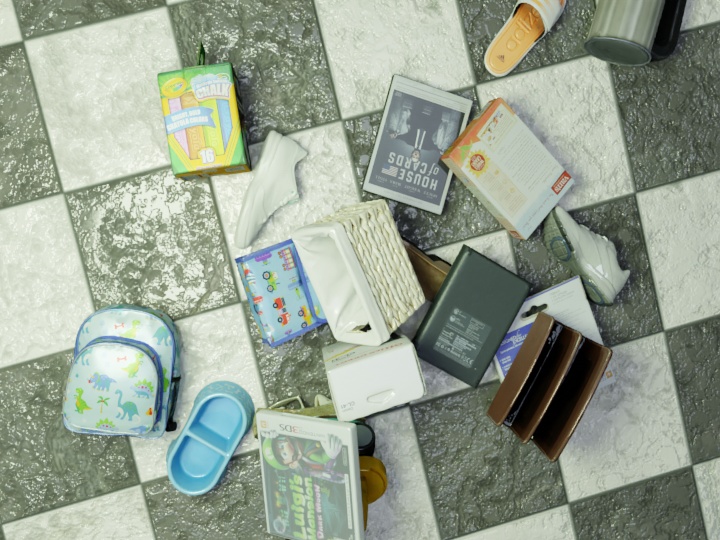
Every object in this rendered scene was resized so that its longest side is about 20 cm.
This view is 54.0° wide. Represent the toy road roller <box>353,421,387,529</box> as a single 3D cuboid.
[{"bbox_3d":[-0.053,0.346,1.153,0.194,0.148,0.126,-2,128,-7],"label":"toy road roller"}]

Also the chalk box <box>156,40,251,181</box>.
[{"bbox_3d":[-0.252,-0.258,1.140,0.120,0.125,0.206,-9,92,-4],"label":"chalk box"}]

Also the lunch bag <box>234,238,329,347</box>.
[{"bbox_3d":[-0.094,0.018,1.196,0.196,0.094,0.155,-21,97,-17],"label":"lunch bag"}]

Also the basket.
[{"bbox_3d":[0.000,0.000,1.134,0.122,0.134,0.204,-32,107,-31],"label":"basket"}]

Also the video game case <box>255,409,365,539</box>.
[{"bbox_3d":[-0.078,0.323,1.083,0.177,0.023,0.206,2,101,32],"label":"video game case"}]

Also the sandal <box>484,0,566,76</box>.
[{"bbox_3d":[0.292,-0.424,1.209,0.078,0.059,0.209,34,90,-6],"label":"sandal"}]

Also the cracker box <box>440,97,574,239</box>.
[{"bbox_3d":[0.252,-0.172,1.208,0.200,0.058,0.134,44,86,-12],"label":"cracker box"}]

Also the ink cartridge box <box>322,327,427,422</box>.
[{"bbox_3d":[0.017,0.159,1.145,0.144,0.200,0.088,-18,94,-4],"label":"ink cartridge box"}]

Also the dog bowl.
[{"bbox_3d":[-0.258,0.289,1.203,0.110,0.050,0.203,30,90,-5],"label":"dog bowl"}]

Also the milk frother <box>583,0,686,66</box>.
[{"bbox_3d":[0.493,-0.448,1.157,0.176,0.200,0.194,16,92,-9],"label":"milk frother"}]

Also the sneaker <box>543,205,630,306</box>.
[{"bbox_3d":[0.395,-0.035,1.241,0.087,0.074,0.201,-41,102,-14],"label":"sneaker"}]

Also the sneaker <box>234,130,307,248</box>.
[{"bbox_3d":[-0.148,-0.124,1.186,0.087,0.075,0.205,21,90,-17],"label":"sneaker"}]

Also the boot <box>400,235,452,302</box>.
[{"bbox_3d":[0.078,-0.013,1.211,0.197,0.074,0.077,31,100,-8],"label":"boot"}]

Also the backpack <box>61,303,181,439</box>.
[{"bbox_3d":[-0.379,0.161,1.139,0.177,0.147,0.206,8,90,-7],"label":"backpack"}]

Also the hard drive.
[{"bbox_3d":[0.186,0.078,1.194,0.137,0.033,0.204,28,96,-10],"label":"hard drive"}]

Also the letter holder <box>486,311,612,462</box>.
[{"bbox_3d":[0.308,0.188,1.159,0.099,0.142,0.204,27,93,-4],"label":"letter holder"}]

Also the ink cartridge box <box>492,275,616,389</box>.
[{"bbox_3d":[0.328,0.139,1.250,0.193,0.047,0.205,-22,93,-1],"label":"ink cartridge box"}]

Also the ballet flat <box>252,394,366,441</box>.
[{"bbox_3d":[-0.089,0.247,1.213,0.194,0.071,0.073,-7,94,-6],"label":"ballet flat"}]

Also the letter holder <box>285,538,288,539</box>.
[{"bbox_3d":[-0.088,0.480,1.136,0.138,0.201,0.103,3,112,-3],"label":"letter holder"}]

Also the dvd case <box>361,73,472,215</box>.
[{"bbox_3d":[0.097,-0.216,1.221,0.146,0.025,0.206,16,91,-5],"label":"dvd case"}]
